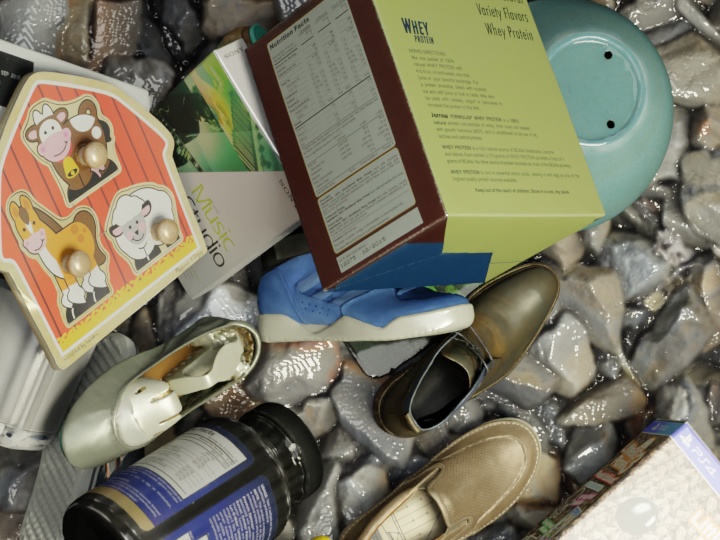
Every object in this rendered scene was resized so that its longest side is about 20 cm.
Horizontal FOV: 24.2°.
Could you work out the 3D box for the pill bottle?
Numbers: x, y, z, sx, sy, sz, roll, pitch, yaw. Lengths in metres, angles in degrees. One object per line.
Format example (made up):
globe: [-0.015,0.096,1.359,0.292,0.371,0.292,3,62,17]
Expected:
pill bottle: [-0.126,0.185,1.324,0.199,0.112,0.113,-29,89,-39]

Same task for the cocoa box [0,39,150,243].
cocoa box: [-0.282,-0.094,1.302,0.199,0.130,0.135,15,74,-47]

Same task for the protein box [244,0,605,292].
protein box: [0.049,-0.105,1.269,0.197,0.134,0.202,-2,69,-48]

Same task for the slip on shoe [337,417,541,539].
slip on shoe: [0.068,0.193,1.398,0.199,0.061,0.077,-30,89,-6]

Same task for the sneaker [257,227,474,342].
sneaker: [-0.001,0.000,1.361,0.198,0.076,0.113,-2,90,36]

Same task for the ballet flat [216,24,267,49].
ballet flat: [-0.056,-0.101,1.345,0.072,0.068,0.201,-33,103,23]

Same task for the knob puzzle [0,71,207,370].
knob puzzle: [-0.203,-0.057,1.264,0.218,0.030,0.222,0,90,-47]

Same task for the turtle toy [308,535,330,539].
turtle toy: [-0.055,0.318,1.347,0.145,0.101,0.201,-24,114,0]

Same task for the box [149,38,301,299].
box: [-0.116,-0.076,1.341,0.036,0.200,0.145,-31,88,-41]

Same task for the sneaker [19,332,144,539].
sneaker: [-0.214,0.155,1.373,0.079,0.078,0.202,35,64,-44]

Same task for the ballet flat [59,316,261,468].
ballet flat: [-0.154,0.092,1.336,0.200,0.063,0.068,-37,117,-43]

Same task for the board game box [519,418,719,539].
board game box: [0.234,0.248,1.390,0.200,0.097,0.160,-40,90,-6]

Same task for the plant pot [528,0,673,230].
plant pot: [0.176,-0.138,1.392,0.198,0.135,0.203,0,86,-6]

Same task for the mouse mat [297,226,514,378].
mouse mat: [0.022,-0.030,1.438,0.160,0.008,0.201,-33,88,-6]

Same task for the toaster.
toaster: [-0.293,0.060,1.340,0.198,0.114,0.130,21,89,14]

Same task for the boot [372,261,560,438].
boot: [0.100,0.070,1.389,0.200,0.097,0.075,-44,97,-6]
